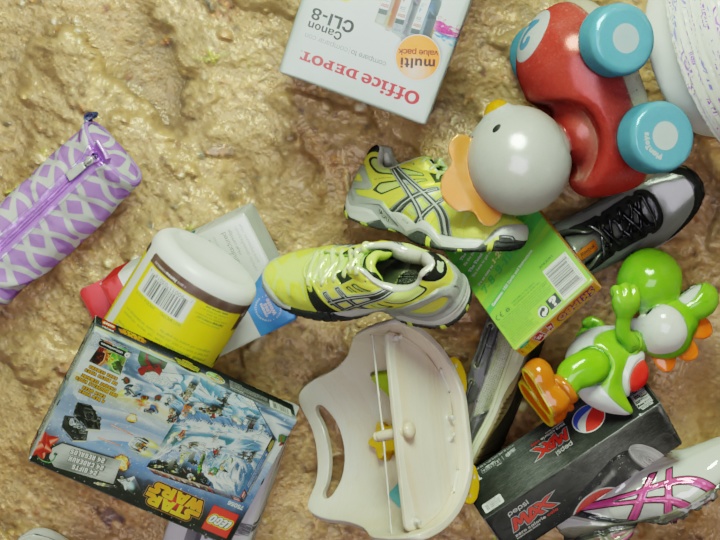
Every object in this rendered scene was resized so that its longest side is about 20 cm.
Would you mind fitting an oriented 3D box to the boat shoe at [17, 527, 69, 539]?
[{"bbox_3d":[-0.266,0.331,1.636,0.198,0.065,0.074,23,102,-1],"label":"boat shoe"}]

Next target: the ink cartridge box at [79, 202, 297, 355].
[{"bbox_3d":[-0.169,0.031,1.568,0.199,0.067,0.117,-26,99,9],"label":"ink cartridge box"}]

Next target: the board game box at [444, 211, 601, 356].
[{"bbox_3d":[0.132,-0.023,1.506,0.095,0.030,0.201,-42,54,11],"label":"board game box"}]

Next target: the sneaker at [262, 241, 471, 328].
[{"bbox_3d":[0.000,0.000,1.459,0.198,0.077,0.076,1,58,23],"label":"sneaker"}]

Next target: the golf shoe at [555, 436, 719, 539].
[{"bbox_3d":[0.275,0.204,1.575,0.199,0.073,0.093,-27,97,9],"label":"golf shoe"}]

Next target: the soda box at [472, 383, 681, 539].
[{"bbox_3d":[0.200,0.181,1.540,0.199,0.063,0.071,-34,128,2],"label":"soda box"}]

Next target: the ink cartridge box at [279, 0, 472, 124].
[{"bbox_3d":[0.028,-0.252,1.458,0.144,0.145,0.202,19,103,-1],"label":"ink cartridge box"}]

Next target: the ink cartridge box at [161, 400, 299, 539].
[{"bbox_3d":[-0.134,0.225,1.566,0.083,0.145,0.202,19,102,0],"label":"ink cartridge box"}]

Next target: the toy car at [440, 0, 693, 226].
[{"bbox_3d":[0.152,-0.125,1.425,0.199,0.184,0.178,-27,100,-16],"label":"toy car"}]

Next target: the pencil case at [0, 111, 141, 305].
[{"bbox_3d":[-0.298,-0.054,1.549,0.200,0.086,0.084,-43,95,11],"label":"pencil case"}]

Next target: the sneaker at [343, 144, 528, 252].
[{"bbox_3d":[0.068,-0.064,1.493,0.199,0.075,0.077,18,100,34],"label":"sneaker"}]

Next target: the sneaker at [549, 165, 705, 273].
[{"bbox_3d":[0.234,-0.034,1.525,0.199,0.079,0.074,-27,97,7],"label":"sneaker"}]

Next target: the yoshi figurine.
[{"bbox_3d":[0.234,0.051,1.508,0.199,0.112,0.112,-32,125,-6],"label":"yoshi figurine"}]

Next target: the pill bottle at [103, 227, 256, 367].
[{"bbox_3d":[-0.187,0.070,1.486,0.109,0.109,0.201,33,103,-4],"label":"pill bottle"}]

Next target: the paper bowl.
[{"bbox_3d":[0.323,-0.199,1.429,0.104,0.200,0.202,-16,102,33],"label":"paper bowl"}]

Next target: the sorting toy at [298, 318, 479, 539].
[{"bbox_3d":[0.010,0.162,1.546,0.179,0.106,0.202,-15,76,39],"label":"sorting toy"}]

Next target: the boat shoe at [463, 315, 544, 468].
[{"bbox_3d":[0.117,0.125,1.574,0.066,0.072,0.202,28,105,20],"label":"boat shoe"}]

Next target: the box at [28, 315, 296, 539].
[{"bbox_3d":[-0.174,0.143,1.434,0.199,0.040,0.138,26,103,-16],"label":"box"}]
